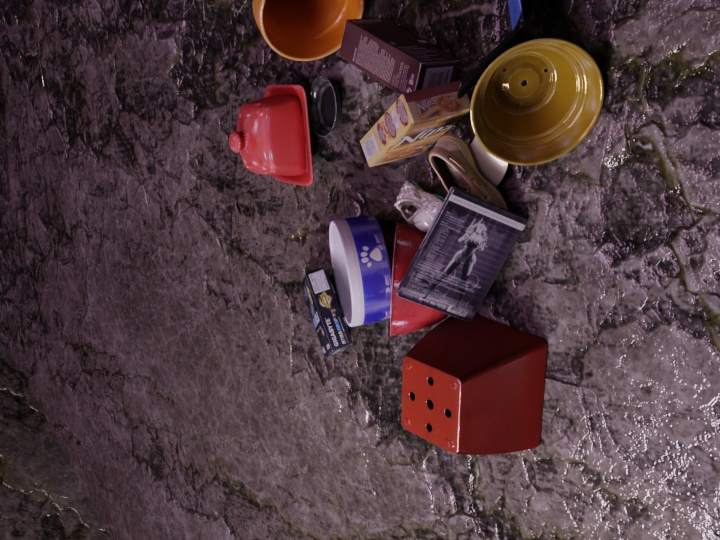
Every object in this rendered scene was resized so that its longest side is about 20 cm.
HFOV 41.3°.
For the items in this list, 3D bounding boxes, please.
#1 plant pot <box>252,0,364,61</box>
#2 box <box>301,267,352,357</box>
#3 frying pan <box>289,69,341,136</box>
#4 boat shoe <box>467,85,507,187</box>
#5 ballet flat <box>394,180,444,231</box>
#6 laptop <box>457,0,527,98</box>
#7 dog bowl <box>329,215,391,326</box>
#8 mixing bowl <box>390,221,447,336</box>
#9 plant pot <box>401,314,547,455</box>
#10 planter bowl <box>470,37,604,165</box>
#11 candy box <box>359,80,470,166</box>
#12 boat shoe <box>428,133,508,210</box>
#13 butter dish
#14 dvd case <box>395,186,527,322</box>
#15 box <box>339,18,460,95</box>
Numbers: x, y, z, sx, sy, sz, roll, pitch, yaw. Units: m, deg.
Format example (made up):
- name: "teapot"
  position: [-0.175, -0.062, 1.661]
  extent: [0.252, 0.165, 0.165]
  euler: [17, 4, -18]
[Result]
- name: "plant pot"
  position: [-0.116, -0.520, 1.757]
  extent: [0.184, 0.199, 0.201]
  euler: [61, 141, 42]
- name: "box"
  position: [-0.070, 0.087, 1.907]
  extent: [0.200, 0.046, 0.160]
  euler: [126, 125, -80]
- name: "frying pan"
  position: [-0.088, -0.329, 1.887]
  extent: [0.190, 0.031, 0.116]
  euler: [30, 121, 55]
- name: "boat shoe"
  position: [0.212, -0.221, 1.543]
  extent: [0.073, 0.063, 0.202]
  euler: [12, 127, 16]
- name: "ballet flat"
  position: [0.112, -0.100, 1.643]
  extent: [0.200, 0.071, 0.072]
  euler: [-136, 44, -65]
- name: "laptop"
  position: [0.182, -0.373, 1.415]
  extent: [0.200, 0.187, 0.116]
  euler: [-44, 90, 7]
- name: "dog bowl"
  position: [0.000, 0.000, 1.776]
  extent: [0.200, 0.078, 0.202]
  euler: [170, 90, -81]
- name: "mixing bowl"
  position: [0.111, 0.019, 1.660]
  extent: [0.108, 0.200, 0.201]
  euler: [4, 110, 4]
- name: "plant pot"
  position: [0.178, 0.204, 1.616]
  extent: [0.199, 0.176, 0.201]
  euler: [19, 116, 45]
- name: "planter bowl"
  position: [0.253, -0.265, 1.420]
  extent: [0.084, 0.199, 0.201]
  euler: [-102, 24, -54]
- name: "candy box"
  position: [0.089, -0.243, 1.599]
  extent: [0.056, 0.115, 0.200]
  euler: [69, 156, 7]
- name: "boat shoe"
  position: [0.174, -0.125, 1.558]
  extent: [0.071, 0.065, 0.200]
  euler: [-17, 116, 47]
- name: "butter dish"
  position: [-0.193, -0.267, 1.922]
  extent: [0.199, 0.147, 0.201]
  euler: [18, 116, 59]
- name: "dvd case"
  position: [0.164, -0.023, 1.554]
  extent: [0.201, 0.148, 0.016]
  euler: [-62, 24, 18]
- name: "box"
  position: [0.066, -0.365, 1.641]
  extent: [0.200, 0.100, 0.075]
  euler: [37, 127, 36]
